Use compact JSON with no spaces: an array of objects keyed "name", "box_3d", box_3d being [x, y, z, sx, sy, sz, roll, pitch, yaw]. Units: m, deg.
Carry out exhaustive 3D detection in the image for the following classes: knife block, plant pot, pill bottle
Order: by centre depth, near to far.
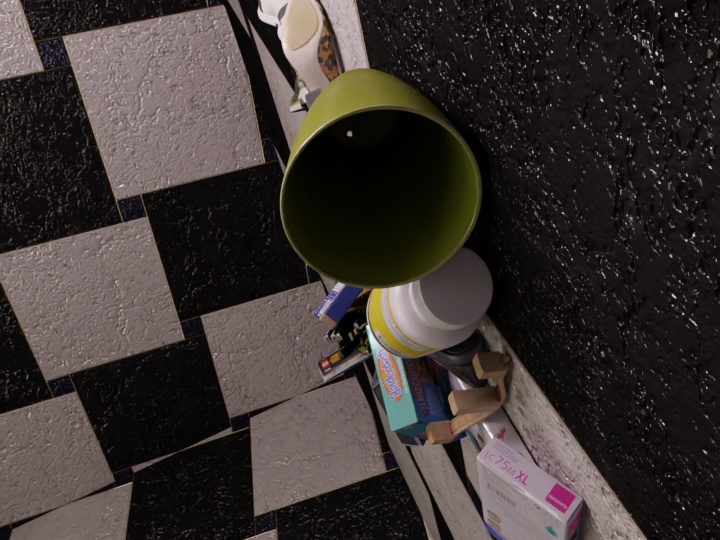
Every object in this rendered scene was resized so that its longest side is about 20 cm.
[{"name":"plant pot","box_3d":[0.011,-0.119,0.698,0.202,0.183,0.190,-98,-8,-53]},{"name":"pill bottle","box_3d":[0.077,0.036,0.786,0.113,0.109,0.200,66,165,6]},{"name":"knife block","box_3d":[0.016,0.074,1.140,0.200,0.172,0.065,-141,28,-76]}]

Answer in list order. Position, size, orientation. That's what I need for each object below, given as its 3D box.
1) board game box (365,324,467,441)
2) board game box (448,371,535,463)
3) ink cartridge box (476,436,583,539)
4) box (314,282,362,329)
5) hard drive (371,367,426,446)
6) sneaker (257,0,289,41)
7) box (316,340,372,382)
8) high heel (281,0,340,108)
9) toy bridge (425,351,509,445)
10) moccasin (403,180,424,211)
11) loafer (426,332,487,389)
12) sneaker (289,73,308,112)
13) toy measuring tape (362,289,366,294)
[{"name":"board game box","box_3d":[0.085,0.165,1.014,0.199,0.044,0.155,34,-143,-57]},{"name":"board game box","box_3d":[0.177,0.223,0.935,0.128,0.034,0.202,76,170,-47]},{"name":"ink cartridge box","box_3d":[0.197,0.288,0.810,0.118,0.042,0.203,32,149,35]},{"name":"box","box_3d":[0.000,0.000,1.090,0.032,0.202,0.121,36,176,-6]},{"name":"hard drive","box_3d":[0.075,0.180,1.099,0.137,0.042,0.200,61,-158,-10]},{"name":"sneaker","box_3d":[-0.118,-0.431,1.114,0.201,0.072,0.082,-127,30,-49]},{"name":"box","box_3d":[0.012,0.139,1.266,0.040,0.197,0.137,60,171,8]},{"name":"high heel","box_3d":[-0.062,-0.319,1.053,0.142,0.070,0.205,8,-108,-73]},{"name":"toy bridge","box_3d":[0.141,0.158,0.846,0.202,0.066,0.028,111,151,-50]},{"name":"moccasin","box_3d":[0.061,-0.053,0.837,0.202,0.072,0.080,88,167,-78]},{"name":"loafer","box_3d":[0.113,0.102,0.934,0.064,0.071,0.200,65,171,-18]},{"name":"sneaker","box_3d":[-0.084,-0.325,1.186,0.200,0.075,0.091,-158,59,-73]},{"name":"toy measuring tape","box_3d":[0.044,0.038,1.371,0.201,0.072,0.075,-70,-38,-67]}]
